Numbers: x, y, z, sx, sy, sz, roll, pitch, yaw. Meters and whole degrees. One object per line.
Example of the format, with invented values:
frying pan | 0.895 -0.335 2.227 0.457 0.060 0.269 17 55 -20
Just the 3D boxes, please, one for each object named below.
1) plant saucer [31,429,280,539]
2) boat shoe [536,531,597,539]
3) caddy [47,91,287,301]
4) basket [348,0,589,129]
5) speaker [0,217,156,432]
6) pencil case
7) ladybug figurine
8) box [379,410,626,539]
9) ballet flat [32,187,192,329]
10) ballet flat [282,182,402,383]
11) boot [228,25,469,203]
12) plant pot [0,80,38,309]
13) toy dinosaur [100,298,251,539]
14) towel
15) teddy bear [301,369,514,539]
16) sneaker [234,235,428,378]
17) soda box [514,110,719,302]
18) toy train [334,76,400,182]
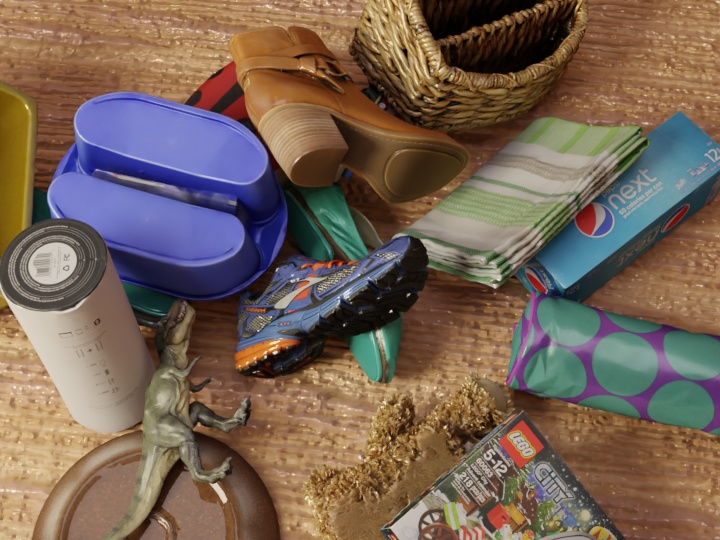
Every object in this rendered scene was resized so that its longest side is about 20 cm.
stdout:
plant saucer | -0.162 0.212 0.955 0.199 0.037 0.202 -1 62 1
boat shoe | 0.100 0.251 0.842 0.199 0.067 0.074 -35 86 -16
caddy | -0.158 -0.057 0.998 0.199 0.105 0.142 16 75 3
basket | 0.112 -0.226 1.084 0.199 0.149 0.143 -22 63 -31
speaker | -0.211 0.049 0.947 0.081 0.200 0.082 -2 58 3
pencil case | 0.221 0.077 0.990 0.198 0.092 0.086 13 99 5
ladybug figurine | -0.106 -0.129 1.096 0.135 0.072 0.200 29 67 31
box | 0.129 0.225 0.908 0.136 0.038 0.200 -38 87 -17
ballet flat | -0.226 0.000 1.048 0.199 0.074 0.074 36 69 17
ballet flat | 0.000 0.000 1.047 0.070 0.067 0.201 -18 65 -27
boot | -0.009 -0.139 1.033 0.199 0.074 0.155 5 45 -40
plant pot | -0.402 -0.054 0.996 0.199 0.195 0.196 -26 56 36
toy dinosaur | -0.136 0.126 0.956 0.087 0.048 0.201 9 68 6
towel | 0.132 -0.069 1.050 0.200 0.031 0.149 -42 31 -21
teddy bear | 0.053 0.163 0.966 0.145 0.067 0.200 43 69 1
sneaker | -0.033 0.017 0.979 0.199 0.075 0.079 -28 67 29
soda box | 0.225 -0.049 1.066 0.199 0.064 0.068 -36 67 -16
toy train | 0.015 -0.147 1.114 0.046 0.034 0.200 33 51 -1
